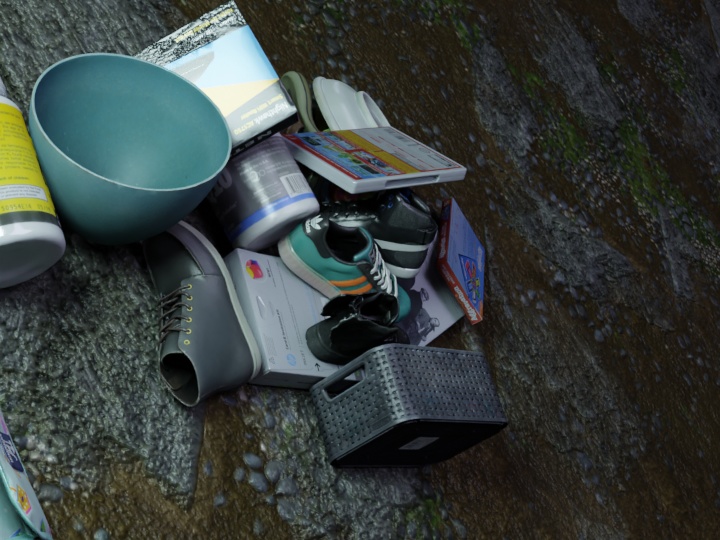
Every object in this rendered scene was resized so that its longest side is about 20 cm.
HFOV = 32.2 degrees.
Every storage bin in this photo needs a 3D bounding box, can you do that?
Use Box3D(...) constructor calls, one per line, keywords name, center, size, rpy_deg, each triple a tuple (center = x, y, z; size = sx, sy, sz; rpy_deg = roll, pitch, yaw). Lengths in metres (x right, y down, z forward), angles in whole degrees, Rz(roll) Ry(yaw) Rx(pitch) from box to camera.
Box3D(name="storage bin", center=(0.057, 0.159, 1.435), size=(0.200, 0.135, 0.094), rpy_deg=(8, 56, -47))

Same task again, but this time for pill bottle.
Box3D(name="pill bottle", center=(-0.357, -0.092, 1.159), size=(0.114, 0.114, 0.200), rpy_deg=(-2, 64, -51))
Box3D(name="pill bottle", center=(-0.141, -0.130, 1.453), size=(0.114, 0.114, 0.200), rpy_deg=(-19, 77, -55))

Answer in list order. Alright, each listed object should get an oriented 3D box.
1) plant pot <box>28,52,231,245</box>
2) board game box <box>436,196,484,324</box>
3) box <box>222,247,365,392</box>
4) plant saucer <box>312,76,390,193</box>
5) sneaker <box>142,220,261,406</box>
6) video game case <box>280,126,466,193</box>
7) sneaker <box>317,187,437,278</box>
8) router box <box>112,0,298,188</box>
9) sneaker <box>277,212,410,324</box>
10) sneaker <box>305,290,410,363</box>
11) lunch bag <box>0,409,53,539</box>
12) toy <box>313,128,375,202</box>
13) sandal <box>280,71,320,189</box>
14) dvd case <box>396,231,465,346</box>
Box3D(name="plant pot", center=(-0.245, -0.104, 1.265), size=(0.200, 0.135, 0.200), rpy_deg=(16, 41, -14))
Box3D(name="board game box", center=(0.141, -0.018, 1.735), size=(0.103, 0.019, 0.200), rpy_deg=(56, 20, -21))
Box3D(name="box", center=(-0.063, 0.063, 1.455), size=(0.200, 0.041, 0.156), rpy_deg=(11, 53, -47))
Box3D(name="plant saucer", center=(0.010, -0.185, 1.681), size=(0.200, 0.050, 0.200), rpy_deg=(55, 13, -20))
Box3D(name="sneaker", center=(-0.184, 0.039, 1.295), size=(0.200, 0.075, 0.106), rpy_deg=(59, 32, 3))
Box3D(name="video game case", center=(0.015, -0.138, 1.518), size=(0.200, 0.017, 0.143), rpy_deg=(-10, 34, -44))
Box3D(name="sneaker", center=(-0.002, -0.076, 1.526), size=(0.200, 0.112, 0.073), rpy_deg=(20, 30, -6))
Box3D(name="router box", center=(-0.189, -0.185, 1.377), size=(0.149, 0.200, 0.051), rpy_deg=(59, -2, 5))
Box3D(name="sneaker", center=(0.000, 0.000, 1.475), size=(0.200, 0.080, 0.072), rpy_deg=(32, 40, -34))
Box3D(name="sneaker", center=(0.016, 0.065, 1.420), size=(0.200, 0.104, 0.060), rpy_deg=(7, 56, -48))
Box3D(name="lunch bag", center=(-0.336, 0.163, 0.974), size=(0.200, 0.122, 0.171), rpy_deg=(-3, 62, -60))
Box3D(name="toy", center=(-0.014, -0.102, 1.644), size=(0.115, 0.047, 0.200), rpy_deg=(13, 52, -44))
Box3D(name="sandal", center=(-0.090, -0.172, 1.597), size=(0.057, 0.080, 0.201), rpy_deg=(6, 50, -28))
Box3D(name="dvd case", center=(0.072, 0.018, 1.650), size=(0.200, 0.025, 0.151), rpy_deg=(-31, 97, -57))
